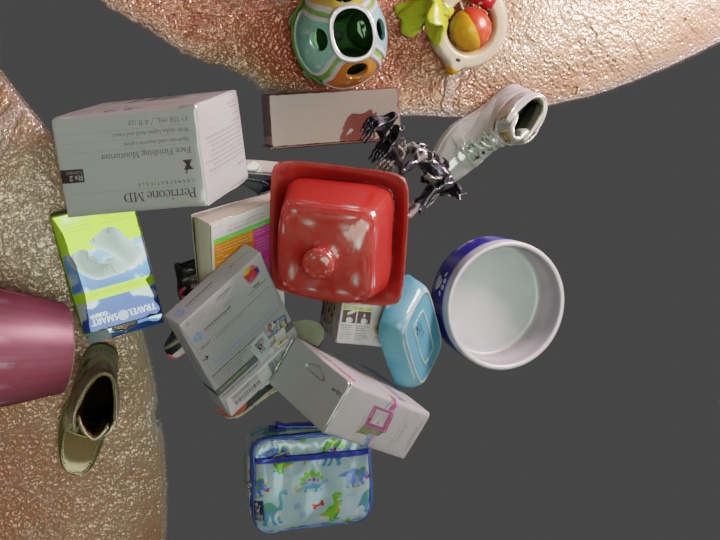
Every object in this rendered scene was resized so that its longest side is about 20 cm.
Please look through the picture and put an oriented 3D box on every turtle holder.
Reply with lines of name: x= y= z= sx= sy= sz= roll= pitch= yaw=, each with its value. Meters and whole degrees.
turtle holder: x=-0.022 y=-0.352 z=1.589 sx=0.140 sy=0.132 sz=0.187 roll=12 pitch=96 yaw=-15

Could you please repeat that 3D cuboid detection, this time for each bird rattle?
bird rattle: x=0.156 y=-0.385 z=1.670 sx=0.199 sy=0.112 sz=0.164 roll=-35 pitch=120 yaw=-19

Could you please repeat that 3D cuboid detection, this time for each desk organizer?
desk organizer: x=-0.043 y=-0.224 z=1.644 sx=0.198 sy=0.072 sz=0.078 roll=-6 pitch=100 yaw=-14

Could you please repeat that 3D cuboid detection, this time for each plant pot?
plant pot: x=-0.496 y=0.105 z=1.538 sx=0.178 sy=0.200 sz=0.202 roll=3 pitch=101 yaw=-32

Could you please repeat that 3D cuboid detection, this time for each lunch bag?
lunch bag: x=-0.082 y=0.313 z=1.739 sx=0.198 sy=0.082 sz=0.163 roll=-1 pitch=99 yaw=-16

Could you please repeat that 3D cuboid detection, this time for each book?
book: x=-0.168 y=0.003 z=1.605 sx=0.133 sy=0.048 sz=0.202 roll=-21 pitch=121 yaw=-37

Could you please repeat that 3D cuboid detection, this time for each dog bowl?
dog bowl: x=0.213 y=0.049 z=1.755 sx=0.198 sy=0.079 sz=0.202 roll=-3 pitch=100 yaw=-18

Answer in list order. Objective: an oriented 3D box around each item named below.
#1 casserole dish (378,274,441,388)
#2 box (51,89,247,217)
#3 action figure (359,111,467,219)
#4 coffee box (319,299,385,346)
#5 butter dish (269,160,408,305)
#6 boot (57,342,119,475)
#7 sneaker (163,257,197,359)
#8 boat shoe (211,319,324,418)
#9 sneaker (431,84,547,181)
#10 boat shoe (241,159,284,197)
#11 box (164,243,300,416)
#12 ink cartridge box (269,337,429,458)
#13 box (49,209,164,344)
casserole dish: x=0.080 y=0.097 z=1.696 sx=0.122 sy=0.038 sz=0.201 roll=-60 pitch=149 yaw=-32
box: x=-0.274 y=-0.159 z=1.499 sx=0.197 sy=0.200 sz=0.132 roll=-4 pitch=104 yaw=10
action figure: x=0.070 y=-0.142 z=1.616 sx=0.102 sy=0.119 sz=0.200 roll=-42 pitch=136 yaw=10
coffee box: x=0.000 y=0.000 z=1.678 sx=0.079 sy=0.113 sz=0.202 roll=5 pitch=100 yaw=-16
butter dish: x=-0.042 y=-0.031 z=1.526 sx=0.197 sy=0.148 sz=0.202 roll=7 pitch=113 yaw=9
boot: x=-0.386 y=0.217 z=1.597 sx=0.071 sy=0.155 sz=0.202 roll=14 pitch=99 yaw=-17
sneaker: x=-0.245 y=0.030 z=1.642 sx=0.087 sy=0.074 sz=0.201 roll=30 pitch=89 yaw=-17
boat shoe: x=-0.136 y=0.150 z=1.700 sx=0.199 sy=0.071 sz=0.063 roll=-38 pitch=148 yaw=-13
sneaker: x=0.192 y=-0.202 z=1.687 sx=0.200 sy=0.116 sz=0.074 roll=-45 pitch=110 yaw=-1
boat shoe: x=-0.121 y=-0.111 z=1.642 sx=0.198 sy=0.075 sz=0.094 roll=4 pitch=93 yaw=-16
box: x=-0.173 y=0.087 z=1.584 sx=0.156 sy=0.041 sz=0.201 roll=-43 pitch=138 yaw=-21
ink cartridge box: x=-0.017 y=0.189 z=1.656 sx=0.199 sy=0.144 sz=0.085 roll=29 pitch=94 yaw=-47
box: x=-0.362 y=0.002 z=1.617 sx=0.121 sy=0.048 sz=0.202 roll=-16 pitch=104 yaw=-11
